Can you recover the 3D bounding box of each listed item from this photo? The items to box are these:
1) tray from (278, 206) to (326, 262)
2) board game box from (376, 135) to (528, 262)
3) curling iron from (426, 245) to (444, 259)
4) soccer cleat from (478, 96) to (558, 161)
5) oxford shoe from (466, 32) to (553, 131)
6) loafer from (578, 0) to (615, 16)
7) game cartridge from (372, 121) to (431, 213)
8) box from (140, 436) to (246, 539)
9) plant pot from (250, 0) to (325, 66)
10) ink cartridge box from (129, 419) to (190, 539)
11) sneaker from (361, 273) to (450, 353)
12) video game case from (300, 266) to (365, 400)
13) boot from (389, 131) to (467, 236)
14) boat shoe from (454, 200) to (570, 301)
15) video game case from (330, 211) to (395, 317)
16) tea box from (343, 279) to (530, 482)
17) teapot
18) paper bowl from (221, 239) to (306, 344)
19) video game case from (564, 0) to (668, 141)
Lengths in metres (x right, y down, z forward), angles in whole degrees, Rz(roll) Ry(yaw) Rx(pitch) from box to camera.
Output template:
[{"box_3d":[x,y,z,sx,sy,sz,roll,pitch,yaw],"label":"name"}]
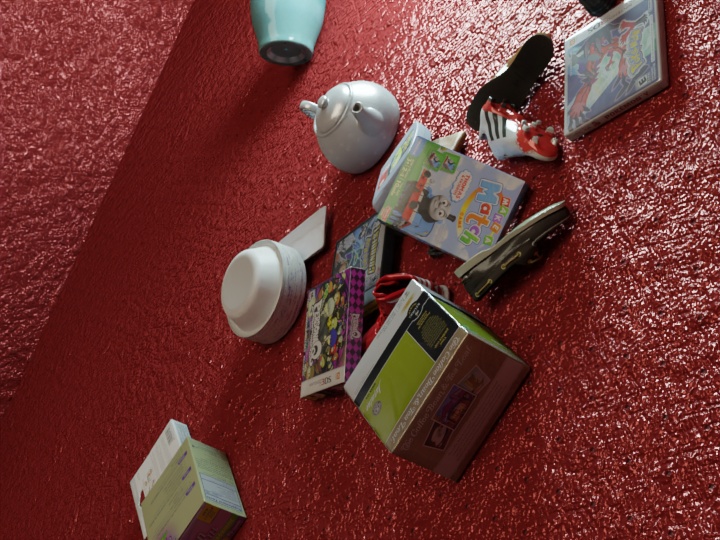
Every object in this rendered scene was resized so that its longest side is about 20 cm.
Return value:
[{"box_3d":[-0.128,-0.041,2.157,0.199,0.022,0.109,-35,39,38],"label":"tray"},{"box_3d":[0.145,-0.107,1.664,0.198,0.037,0.153,25,87,20],"label":"board game box"},{"box_3d":[0.100,-0.070,1.823,0.050,0.025,0.200,-56,30,4],"label":"curling iron"},{"box_3d":[0.248,-0.206,1.674,0.200,0.068,0.086,50,133,49],"label":"soccer cleat"},{"box_3d":[0.255,-0.314,1.763,0.200,0.071,0.071,-47,5,25],"label":"oxford shoe"},{"box_3d":[0.387,-0.512,1.691,0.072,0.072,0.203,-18,51,51],"label":"loafer"},{"box_3d":[0.077,-0.191,1.876,0.133,0.041,0.201,-50,12,24],"label":"game cartridge"},{"box_3d":[-0.318,0.452,1.978,0.177,0.096,0.200,-55,30,12],"label":"box"},{"box_3d":[-0.176,-0.608,2.538,0.199,0.198,0.192,-18,66,50],"label":"plant pot"},{"box_3d":[-0.403,0.435,2.176,0.175,0.043,0.200,-57,31,11],"label":"ink cartridge box"},{"box_3d":[0.043,0.063,1.716,0.200,0.115,0.079,-41,36,32],"label":"sneaker"},{"box_3d":[-0.049,0.113,1.834,0.181,0.035,0.204,-27,55,59],"label":"video game case"},{"box_3d":[0.151,-0.157,1.797,0.187,0.068,0.202,-23,33,48],"label":"boot"},{"box_3d":[0.233,-0.029,1.555,0.200,0.061,0.072,-36,-6,25],"label":"boat shoe"},{"box_3d":[0.000,0.000,1.906,0.180,0.025,0.203,-35,40,48],"label":"video game case"},{"box_3d":[0.106,0.157,1.526,0.202,0.132,0.197,-57,30,9],"label":"tea box"},{"box_3d":[-0.028,-0.301,2.090,0.200,0.145,0.200,-40,36,34],"label":"teapot"},{"box_3d":[-0.205,0.038,2.103,0.199,0.103,0.204,-24,58,44],"label":"paper bowl"},{"box_3d":[0.382,-0.316,1.590,0.181,0.023,0.203,-30,43,44],"label":"video game case"}]
